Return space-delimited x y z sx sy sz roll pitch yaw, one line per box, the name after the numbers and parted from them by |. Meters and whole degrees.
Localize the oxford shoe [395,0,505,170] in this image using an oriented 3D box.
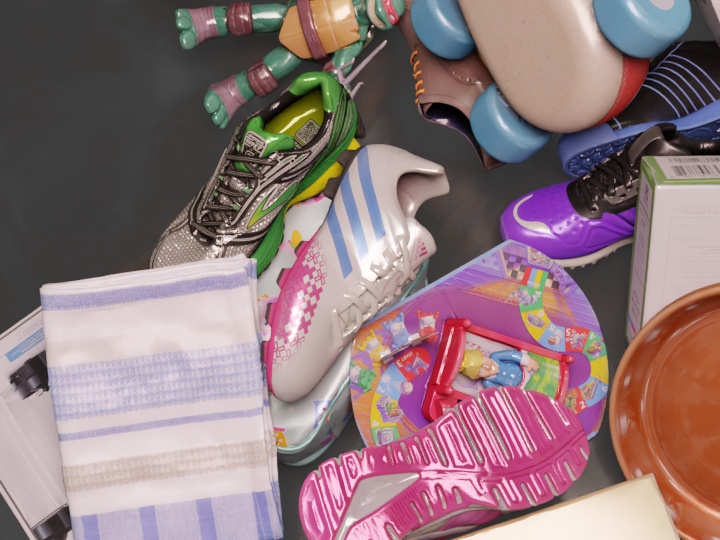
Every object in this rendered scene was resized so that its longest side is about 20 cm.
0.064 -0.167 0.965 0.073 0.071 0.200 -39 72 -6 | oxford shoe

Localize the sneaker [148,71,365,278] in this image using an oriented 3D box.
-0.081 -0.063 0.847 0.078 0.085 0.200 34 78 23 | sneaker

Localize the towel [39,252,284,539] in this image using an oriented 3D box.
-0.130 0.096 0.805 0.146 0.024 0.201 -7 93 -9 | towel

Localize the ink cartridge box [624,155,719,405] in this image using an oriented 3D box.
0.248 0.020 0.860 0.103 0.201 0.059 -1 25 2 | ink cartridge box

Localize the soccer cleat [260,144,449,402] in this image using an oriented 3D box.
0.000 0.000 0.818 0.086 0.070 0.201 12 66 21 | soccer cleat

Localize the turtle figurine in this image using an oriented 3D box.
-0.038 -0.190 0.949 0.199 0.101 0.151 -17 89 15 | turtle figurine

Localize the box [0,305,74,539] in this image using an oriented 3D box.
-0.204 0.131 0.875 0.116 0.060 0.200 -35 71 -9 | box

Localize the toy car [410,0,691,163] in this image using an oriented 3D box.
0.177 -0.203 0.880 0.199 0.184 0.178 -24 81 -35 | toy car

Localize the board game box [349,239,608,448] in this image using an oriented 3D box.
0.094 0.077 0.844 0.199 0.039 0.159 -29 95 -16 | board game box

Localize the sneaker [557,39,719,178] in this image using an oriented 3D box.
0.238 -0.133 0.944 0.199 0.070 0.078 -17 66 -10 | sneaker

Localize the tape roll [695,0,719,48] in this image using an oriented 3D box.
0.242 -0.247 0.866 0.037 0.203 0.204 -25 68 16 | tape roll

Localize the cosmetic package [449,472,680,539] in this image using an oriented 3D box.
0.108 0.205 0.803 0.199 0.105 0.071 -17 71 -4 | cosmetic package

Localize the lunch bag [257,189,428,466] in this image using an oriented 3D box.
-0.051 0.028 0.895 0.160 0.077 0.201 30 74 16 | lunch bag

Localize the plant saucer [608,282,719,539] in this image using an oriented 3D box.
0.270 0.102 0.815 0.199 0.032 0.202 7 108 23 | plant saucer

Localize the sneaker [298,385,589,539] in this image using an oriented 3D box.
0.052 0.135 0.793 0.199 0.088 0.082 -14 74 -11 | sneaker

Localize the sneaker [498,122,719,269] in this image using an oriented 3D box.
0.200 -0.065 0.893 0.199 0.100 0.070 -10 50 -3 | sneaker
